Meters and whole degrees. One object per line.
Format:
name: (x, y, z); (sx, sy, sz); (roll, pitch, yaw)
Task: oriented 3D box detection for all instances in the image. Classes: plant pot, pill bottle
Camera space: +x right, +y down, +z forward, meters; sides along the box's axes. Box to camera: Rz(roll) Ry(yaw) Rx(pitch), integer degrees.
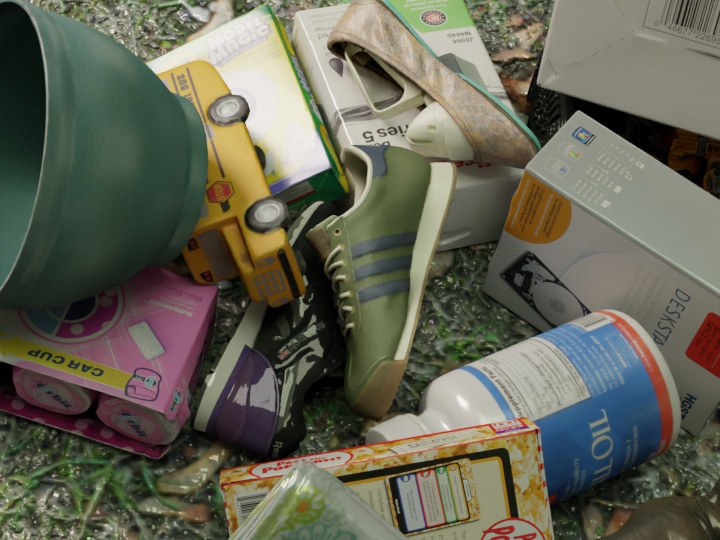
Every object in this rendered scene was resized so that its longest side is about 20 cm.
plant pot: (-0.184, -0.067, 0.983); (0.134, 0.200, 0.201); (7, 50, -34)
pill bottle: (0.109, 0.110, 1.023); (0.200, 0.112, 0.112); (-21, 61, -19)

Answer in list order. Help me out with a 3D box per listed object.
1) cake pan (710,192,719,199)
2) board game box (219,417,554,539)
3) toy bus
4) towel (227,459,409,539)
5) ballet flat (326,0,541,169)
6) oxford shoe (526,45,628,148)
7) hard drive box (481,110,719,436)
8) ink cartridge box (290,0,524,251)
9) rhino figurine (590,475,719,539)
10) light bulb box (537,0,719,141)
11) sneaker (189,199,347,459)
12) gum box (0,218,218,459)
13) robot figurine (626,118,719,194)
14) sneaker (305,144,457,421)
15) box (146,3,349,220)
cake pan: (0.349, -0.011, 1.198); (0.200, 0.037, 0.201); (5, 54, -7)
board game box: (0.022, 0.184, 0.928); (0.199, 0.046, 0.152); (-9, 94, -4)
toy bus: (-0.100, -0.061, 1.059); (0.078, 0.065, 0.200); (-20, 52, -3)
towel: (-0.016, 0.233, 0.880); (0.200, 0.048, 0.171); (41, 90, -5)
ballet flat: (0.048, -0.126, 1.117); (0.067, 0.068, 0.200); (-40, 64, -9)
oxford shoe: (0.180, -0.132, 1.204); (0.084, 0.073, 0.200); (22, 31, -1)
hard drive box: (0.203, 0.003, 1.090); (0.200, 0.156, 0.077); (34, 56, 15)
ink cartridge box: (0.040, -0.118, 1.192); (0.145, 0.084, 0.200); (-11, 58, -17)
rhino figurine: (0.210, 0.198, 1.011); (0.200, 0.060, 0.087); (-25, 60, -27)
light bulb box: (0.262, -0.195, 1.135); (0.198, 0.125, 0.200); (19, 29, 14)
sneaker: (-0.042, 0.046, 1.075); (0.087, 0.076, 0.200); (24, 64, 3)
gum box: (-0.202, 0.045, 1.041); (0.199, 0.066, 0.114); (17, 51, 3)
robot figurine: (0.287, -0.118, 1.207); (0.145, 0.058, 0.200); (6, 28, 8)
sneaker: (0.000, 0.000, 1.045); (0.090, 0.067, 0.201); (20, 68, -10)
box: (-0.095, -0.123, 1.168); (0.117, 0.048, 0.200); (-26, 57, 6)
